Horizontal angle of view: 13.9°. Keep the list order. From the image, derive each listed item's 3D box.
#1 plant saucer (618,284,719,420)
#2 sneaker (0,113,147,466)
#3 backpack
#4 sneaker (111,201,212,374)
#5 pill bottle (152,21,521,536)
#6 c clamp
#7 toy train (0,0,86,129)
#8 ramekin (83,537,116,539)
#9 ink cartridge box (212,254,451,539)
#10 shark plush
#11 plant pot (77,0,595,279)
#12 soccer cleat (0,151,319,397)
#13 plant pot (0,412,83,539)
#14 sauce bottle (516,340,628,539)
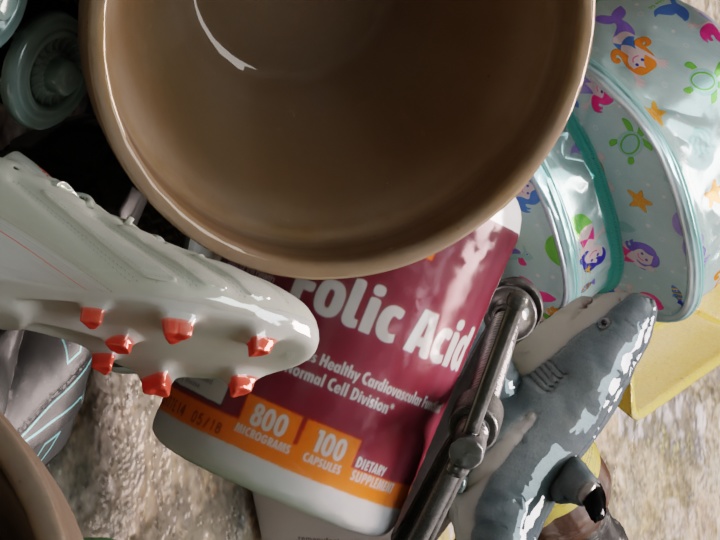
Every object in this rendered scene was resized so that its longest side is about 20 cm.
[{"bbox_3d":[0.176,-0.030,1.776,0.200,0.048,0.201,-25,113,-59],"label":"plant saucer"},{"bbox_3d":[-0.139,0.024,1.175,0.200,0.075,0.079,-60,152,-30],"label":"sneaker"},{"bbox_3d":[0.112,-0.061,1.498,0.150,0.199,0.178,-38,128,-31],"label":"backpack"},{"bbox_3d":[-0.073,-0.049,1.275,0.085,0.072,0.201,25,69,-56],"label":"sneaker"},{"bbox_3d":[0.000,0.000,1.246,0.114,0.114,0.201,23,90,-60],"label":"pill bottle"},{"bbox_3d":[0.050,0.061,1.278,0.200,0.027,0.172,-66,179,-73],"label":"c clamp"},{"bbox_3d":[-0.145,-0.137,1.103,0.114,0.085,0.200,-59,144,-15],"label":"toy train"},{"bbox_3d":[-0.096,0.199,1.125,0.098,0.199,0.201,34,62,-50],"label":"ramekin"},{"bbox_3d":[0.002,0.022,1.411,0.148,0.085,0.201,-44,129,-53],"label":"ink cartridge box"},{"bbox_3d":[0.080,0.097,1.386,0.091,0.083,0.201,64,39,-47],"label":"shark plush"},{"bbox_3d":[-0.016,-0.106,1.144,0.093,0.200,0.202,-128,-156,-65],"label":"plant pot"},{"bbox_3d":[-0.110,-0.006,1.105,0.069,0.199,0.078,117,-20,-59],"label":"soccer cleat"},{"bbox_3d":[-0.174,0.139,1.011,0.175,0.199,0.201,66,33,-72],"label":"plant pot"},{"bbox_3d":[0.101,0.108,1.623,0.200,0.064,0.065,57,43,-45],"label":"sauce bottle"}]
